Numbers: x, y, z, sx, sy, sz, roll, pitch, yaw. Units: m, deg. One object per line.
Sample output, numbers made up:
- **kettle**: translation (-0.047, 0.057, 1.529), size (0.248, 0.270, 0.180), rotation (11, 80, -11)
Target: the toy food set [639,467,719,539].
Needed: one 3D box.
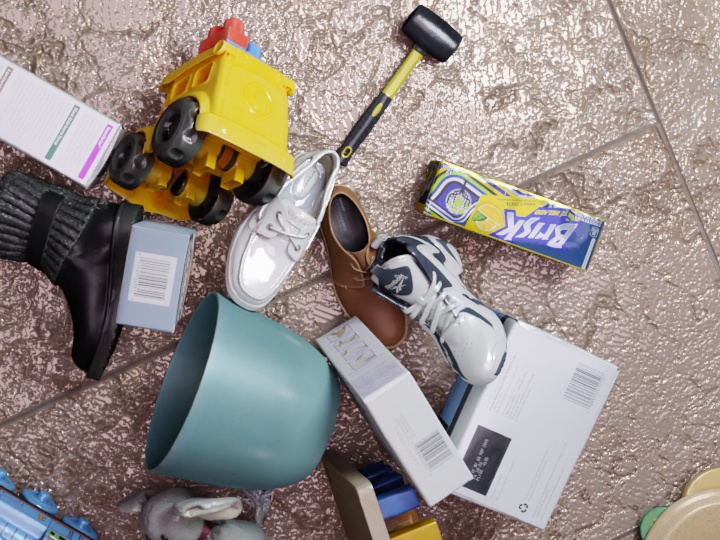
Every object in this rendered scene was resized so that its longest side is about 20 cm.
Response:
- **toy food set**: translation (0.416, 0.350, 1.466), size (0.198, 0.049, 0.200), rotation (-37, 98, -2)

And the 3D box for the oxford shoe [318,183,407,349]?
- **oxford shoe**: translation (0.000, 0.000, 1.383), size (0.071, 0.071, 0.200), rotation (-25, 98, -6)

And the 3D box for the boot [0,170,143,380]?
- **boot**: translation (-0.328, 0.005, 1.340), size (0.158, 0.079, 0.211), rotation (11, 99, -2)

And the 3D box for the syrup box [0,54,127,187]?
- **syrup box**: translation (-0.357, -0.169, 1.324), size (0.200, 0.079, 0.081), rotation (31, 90, -8)

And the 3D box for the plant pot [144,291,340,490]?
- **plant pot**: translation (-0.118, 0.142, 1.323), size (0.161, 0.201, 0.201), rotation (21, 92, -17)

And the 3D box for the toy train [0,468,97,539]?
- **toy train**: translation (-0.368, 0.285, 1.338), size (0.200, 0.114, 0.087), rotation (33, 89, -8)

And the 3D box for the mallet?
- **mallet**: translation (0.042, -0.197, 1.393), size (0.066, 0.041, 0.200), rotation (28, 95, -10)

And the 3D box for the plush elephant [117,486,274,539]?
- **plush elephant**: translation (-0.180, 0.300, 1.338), size (0.155, 0.165, 0.200), rotation (24, 66, -30)

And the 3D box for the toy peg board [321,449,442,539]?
- **toy peg board**: translation (0.048, 0.293, 1.347), size (0.098, 0.200, 0.199), rotation (-18, 96, -12)

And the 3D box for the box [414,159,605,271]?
- **box**: translation (0.167, -0.063, 1.396), size (0.200, 0.070, 0.064), rotation (19, 94, -7)

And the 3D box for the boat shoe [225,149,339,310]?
- **boat shoe**: translation (-0.079, -0.051, 1.309), size (0.071, 0.069, 0.200), rotation (34, 62, -21)

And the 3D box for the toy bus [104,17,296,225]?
- **toy bus**: translation (-0.166, -0.164, 1.315), size (0.136, 0.200, 0.192), rotation (24, 60, -37)

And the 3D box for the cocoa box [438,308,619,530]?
- **cocoa box**: translation (0.173, 0.162, 1.382), size (0.133, 0.131, 0.200), rotation (24, 91, -8)

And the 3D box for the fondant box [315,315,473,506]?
- **fondant box**: translation (0.032, 0.144, 1.316), size (0.058, 0.200, 0.144), rotation (-33, 111, -7)

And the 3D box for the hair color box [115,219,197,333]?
- **hair color box**: translation (-0.210, 0.002, 1.292), size (0.061, 0.200, 0.099), rotation (10, 93, -7)

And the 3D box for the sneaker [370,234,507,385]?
- **sneaker**: translation (0.069, 0.034, 1.319), size (0.130, 0.199, 0.079), rotation (15, 134, -41)
